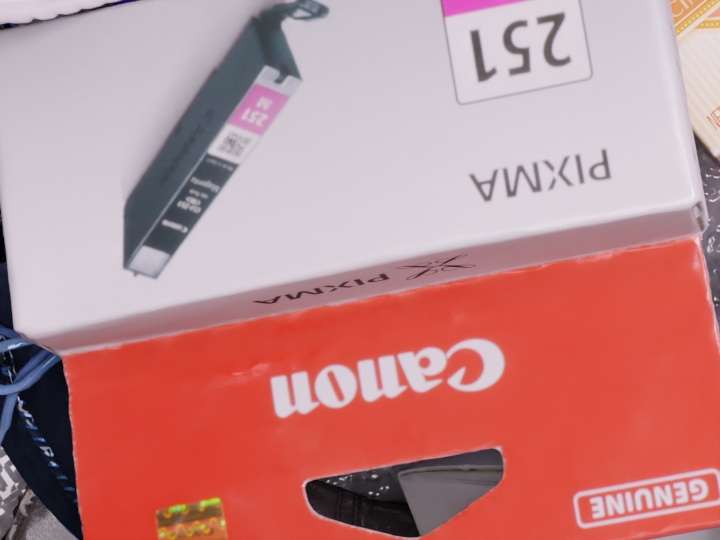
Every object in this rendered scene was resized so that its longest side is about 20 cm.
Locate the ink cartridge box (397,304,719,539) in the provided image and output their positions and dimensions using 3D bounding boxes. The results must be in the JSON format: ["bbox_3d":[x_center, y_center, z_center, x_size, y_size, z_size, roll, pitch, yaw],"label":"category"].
[{"bbox_3d":[0.130,0.088,0.886,0.200,0.083,0.147,-24,98,-26],"label":"ink cartridge box"}]

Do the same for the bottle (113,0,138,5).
[{"bbox_3d":[-0.002,-0.034,0.907,0.083,0.065,0.200,-31,95,-11],"label":"bottle"}]

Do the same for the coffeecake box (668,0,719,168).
[{"bbox_3d":[0.109,-0.155,0.861,0.153,0.073,0.200,-39,79,7],"label":"coffeecake box"}]

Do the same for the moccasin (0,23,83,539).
[{"bbox_3d":[-0.099,0.005,0.870,0.080,0.068,0.200,-29,78,-13],"label":"moccasin"}]

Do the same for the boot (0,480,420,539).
[{"bbox_3d":[-0.049,0.137,0.913,0.173,0.069,0.201,18,85,-2],"label":"boot"}]

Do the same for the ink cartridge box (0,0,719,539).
[{"bbox_3d":[0.000,0.000,0.799,0.199,0.044,0.174,-11,75,8],"label":"ink cartridge box"}]

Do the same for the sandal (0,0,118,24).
[{"bbox_3d":[-0.054,-0.131,0.825,0.206,0.059,0.079,-18,59,-34],"label":"sandal"}]
